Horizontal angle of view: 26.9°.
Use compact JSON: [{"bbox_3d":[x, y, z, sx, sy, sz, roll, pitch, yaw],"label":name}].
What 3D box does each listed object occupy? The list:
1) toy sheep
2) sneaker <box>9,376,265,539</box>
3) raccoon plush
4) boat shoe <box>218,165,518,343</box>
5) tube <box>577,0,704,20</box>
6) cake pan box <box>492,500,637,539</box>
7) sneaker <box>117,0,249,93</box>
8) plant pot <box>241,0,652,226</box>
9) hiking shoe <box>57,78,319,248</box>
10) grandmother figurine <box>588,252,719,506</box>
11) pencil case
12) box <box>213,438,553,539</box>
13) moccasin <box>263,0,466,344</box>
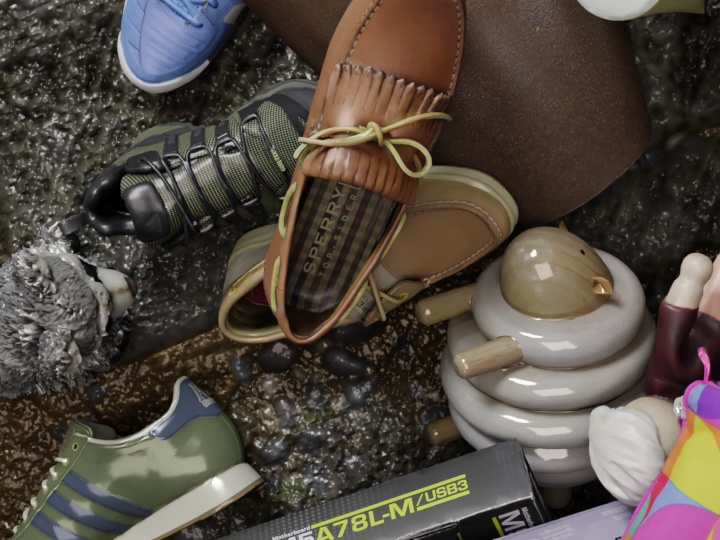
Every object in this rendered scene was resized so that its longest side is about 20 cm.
[{"bbox_3d":[0.105,0.060,0.856,0.137,0.138,0.201,0,130,5],"label":"toy sheep"},{"bbox_3d":[-0.164,0.135,0.926,0.199,0.067,0.090,-27,85,7],"label":"sneaker"},{"bbox_3d":[-0.215,0.052,0.882,0.200,0.134,0.097,-38,92,7],"label":"raccoon plush"},{"bbox_3d":[0.000,0.000,0.851,0.199,0.067,0.074,-20,125,38],"label":"boat shoe"},{"bbox_3d":[0.153,-0.166,0.799,0.052,0.200,0.058,15,106,16],"label":"tube"},{"bbox_3d":[0.125,0.217,0.833,0.183,0.052,0.201,-9,125,-26],"label":"cake pan box"},{"bbox_3d":[-0.086,-0.195,0.877,0.075,0.077,0.201,30,99,0],"label":"sneaker"},{"bbox_3d":[0.067,-0.129,0.831,0.187,0.187,0.200,-36,104,7],"label":"plant pot"},{"bbox_3d":[-0.079,-0.046,0.840,0.199,0.101,0.076,-11,115,43],"label":"hiking shoe"},{"bbox_3d":[0.183,0.034,0.789,0.060,0.121,0.200,20,69,42],"label":"grandmother figurine"},{"bbox_3d":[0.158,0.144,0.723,0.088,0.088,0.201,24,98,3],"label":"pencil case"},{"bbox_3d":[0.029,0.196,0.862,0.192,0.048,0.200,-22,134,6],"label":"box"},{"bbox_3d":[-0.001,-0.055,0.742,0.073,0.078,0.202,22,115,-14],"label":"moccasin"}]
